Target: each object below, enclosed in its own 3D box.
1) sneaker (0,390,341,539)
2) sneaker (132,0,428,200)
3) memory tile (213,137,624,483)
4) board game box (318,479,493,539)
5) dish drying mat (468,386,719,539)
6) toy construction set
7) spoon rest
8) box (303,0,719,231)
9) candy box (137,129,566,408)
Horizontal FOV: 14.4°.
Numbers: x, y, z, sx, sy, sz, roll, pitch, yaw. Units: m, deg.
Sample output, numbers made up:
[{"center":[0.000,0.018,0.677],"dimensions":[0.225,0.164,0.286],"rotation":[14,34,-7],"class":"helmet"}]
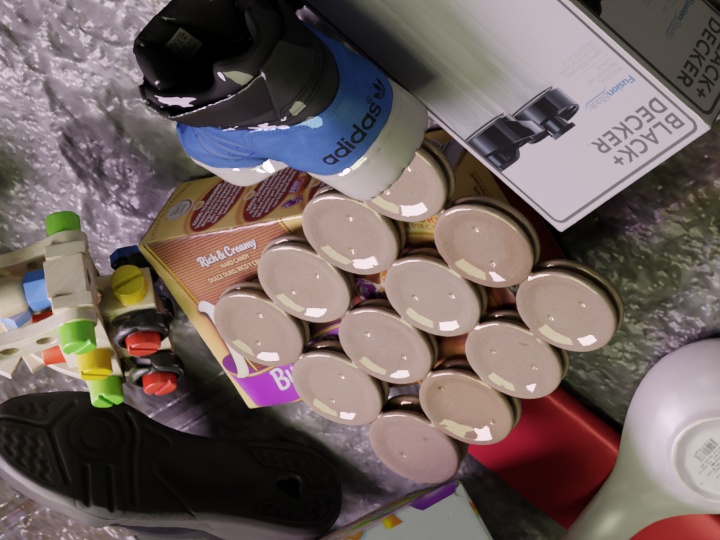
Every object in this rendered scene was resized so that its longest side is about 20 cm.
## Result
[{"center":[-0.122,0.127,1.571],"dimensions":[0.199,0.076,0.114],"rotation":[12,149,-21],"class":"sneaker"},{"center":[-0.059,-0.090,1.291],"dimensions":[0.111,0.077,0.200],"rotation":[35,174,-27],"class":"sneaker"},{"center":[0.025,0.021,1.365],"dimensions":[0.153,0.017,0.200],"rotation":[37,139,-7],"class":"memory tile"},{"center":[0.016,0.179,1.461],"dimensions":[0.103,0.105,0.200],"rotation":[61,171,3],"class":"board game box"},{"center":[0.126,0.112,1.481],"dimensions":[0.200,0.018,0.077],"rotation":[38,137,-6],"class":"dish drying mat"},{"center":[-0.164,0.028,1.477],"dimensions":[0.131,0.092,0.200],"rotation":[-11,173,0],"class":"toy construction set"},{"center":[0.153,0.108,1.421],"dimensions":[0.099,0.061,0.200],"rotation":[38,119,-9],"class":"spoon rest"},{"center":[0.060,-0.121,1.249],"dimensions":[0.200,0.060,0.117],"rotation":[41,140,-12],"class":"box"},{"center":[0.000,0.000,1.414],"dimensions":[0.200,0.056,0.117],"rotation":[-10,125,37],"class":"candy box"}]
